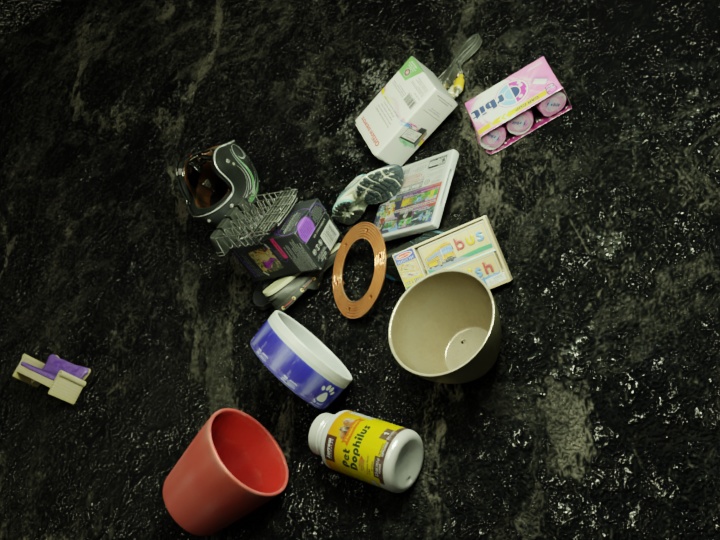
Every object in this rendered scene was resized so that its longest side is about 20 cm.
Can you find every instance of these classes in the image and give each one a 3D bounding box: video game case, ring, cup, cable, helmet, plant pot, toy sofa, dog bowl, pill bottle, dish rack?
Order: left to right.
[{"bbox_3d":[-0.789,0.263,1.978,0.199,0.083,0.098,11,69,39],"label":"toy sofa"},{"bbox_3d":[-0.266,0.392,1.467,0.177,0.200,0.201,-43,46,17],"label":"plant pot"},{"bbox_3d":[-0.343,-0.206,1.902,0.199,0.192,0.200,-19,14,5],"label":"helmet"},{"bbox_3d":[-0.218,-0.107,1.637,0.199,0.055,0.154,-6,42,38],"label":"dish rack"},{"bbox_3d":[-0.113,0.171,1.487,0.079,0.200,0.200,-49,46,2],"label":"dog bowl"},{"bbox_3d":[0.000,0.000,1.593,0.200,0.019,0.202,-21,64,54],"label":"ring"},{"bbox_3d":[0.005,0.314,1.374,0.199,0.109,0.110,9,67,38],"label":"pill bottle"},{"bbox_3d":[0.111,-0.152,1.628,0.199,0.023,0.183,-11,53,49],"label":"video game case"},{"bbox_3d":[0.169,0.120,1.364,0.199,0.143,0.201,-18,52,25],"label":"cup"},{"bbox_3d":[0.223,-0.460,1.793,0.097,0.050,0.201,-9,43,50],"label":"cable"}]

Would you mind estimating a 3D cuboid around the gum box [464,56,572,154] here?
[{"bbox_3d":[0.321,-0.340,1.611,0.199,0.066,0.114,-29,47,17],"label":"gum box"}]

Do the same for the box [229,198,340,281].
[{"bbox_3d":[-0.163,-0.064,1.678,0.199,0.106,0.123,-9,38,37],"label":"box"}]

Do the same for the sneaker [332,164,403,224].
[{"bbox_3d":[0.013,-0.187,1.701,0.199,0.077,0.087,-31,35,34],"label":"sneaker"}]

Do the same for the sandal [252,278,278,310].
[{"bbox_3d":[-0.187,-0.004,1.760,0.076,0.043,0.201,22,75,42],"label":"sandal"}]

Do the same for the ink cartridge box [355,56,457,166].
[{"bbox_3d":[0.099,-0.351,1.733,0.200,0.084,0.145,-46,44,21],"label":"ink cartridge box"}]

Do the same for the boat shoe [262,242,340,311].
[{"bbox_3d":[-0.116,0.013,1.692,0.201,0.063,0.074,-38,15,-9],"label":"boat shoe"}]

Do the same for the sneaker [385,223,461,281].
[{"bbox_3d":[0.125,-0.035,1.559,0.199,0.073,0.082,-13,36,23],"label":"sneaker"}]

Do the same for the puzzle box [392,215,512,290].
[{"bbox_3d":[0.173,-0.007,1.474,0.199,0.025,0.134,-24,87,20],"label":"puzzle box"}]
